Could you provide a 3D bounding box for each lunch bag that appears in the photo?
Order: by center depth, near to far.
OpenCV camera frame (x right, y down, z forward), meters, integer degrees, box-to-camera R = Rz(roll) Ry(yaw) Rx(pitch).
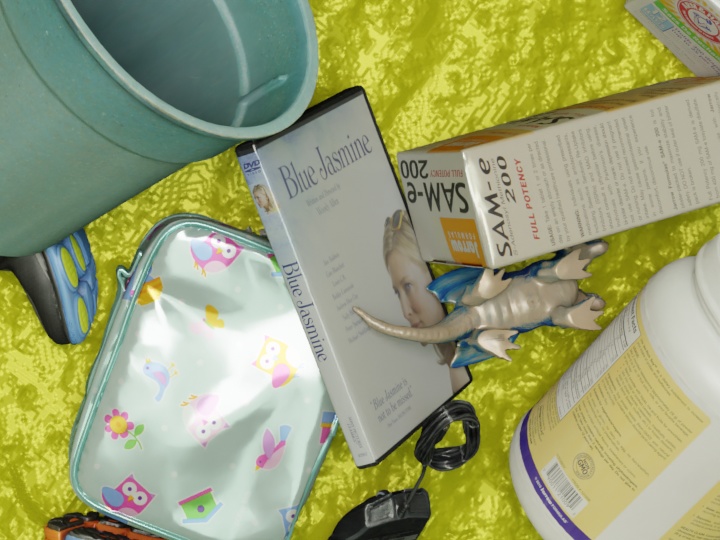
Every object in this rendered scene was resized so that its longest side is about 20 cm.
[{"bbox_3d":[-0.089,0.066,1.388,0.160,0.077,0.200,21,93,-5],"label":"lunch bag"}]

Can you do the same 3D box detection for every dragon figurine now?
[{"bbox_3d":[0.080,0.024,1.373,0.200,0.099,0.059,-17,91,-22],"label":"dragon figurine"}]

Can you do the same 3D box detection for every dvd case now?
[{"bbox_3d":[0.000,0.000,1.342,0.018,0.143,0.200,-16,100,31],"label":"dvd case"}]

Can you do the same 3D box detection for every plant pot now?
[{"bbox_3d":[-0.162,-0.115,1.273,0.196,0.200,0.200,-34,98,35],"label":"plant pot"}]

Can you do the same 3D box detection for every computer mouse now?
[{"bbox_3d":[0.024,0.128,1.366,0.058,0.200,0.034,-6,58,-28],"label":"computer mouse"}]

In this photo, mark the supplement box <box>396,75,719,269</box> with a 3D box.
[{"bbox_3d":[0.137,-0.062,1.353,0.200,0.126,0.074,-16,97,-17],"label":"supplement box"}]

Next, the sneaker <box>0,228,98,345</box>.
[{"bbox_3d":[-0.231,-0.036,1.378,0.083,0.071,0.200,-37,96,13],"label":"sneaker"}]

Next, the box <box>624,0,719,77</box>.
[{"bbox_3d":[0.276,-0.140,1.376,0.200,0.112,0.101,42,79,-6],"label":"box"}]

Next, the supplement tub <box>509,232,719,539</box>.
[{"bbox_3d":[0.198,0.083,1.345,0.145,0.145,0.200,36,121,-7],"label":"supplement tub"}]

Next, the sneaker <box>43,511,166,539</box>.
[{"bbox_3d":[-0.105,0.210,1.408,0.199,0.075,0.079,15,99,3],"label":"sneaker"}]
